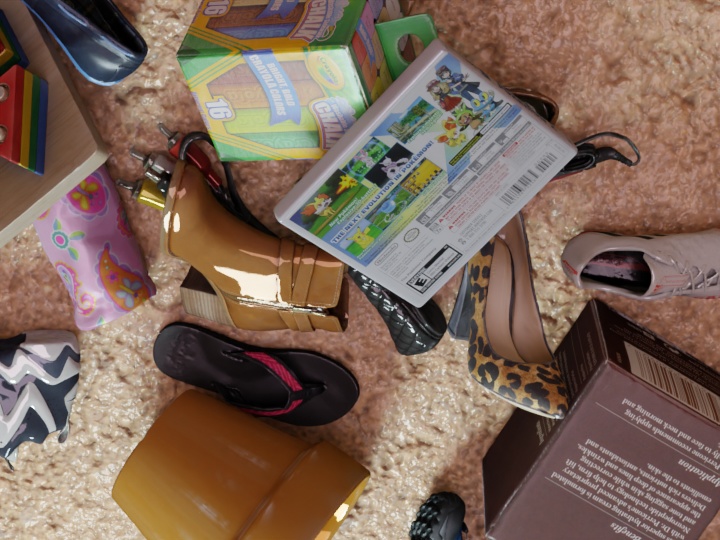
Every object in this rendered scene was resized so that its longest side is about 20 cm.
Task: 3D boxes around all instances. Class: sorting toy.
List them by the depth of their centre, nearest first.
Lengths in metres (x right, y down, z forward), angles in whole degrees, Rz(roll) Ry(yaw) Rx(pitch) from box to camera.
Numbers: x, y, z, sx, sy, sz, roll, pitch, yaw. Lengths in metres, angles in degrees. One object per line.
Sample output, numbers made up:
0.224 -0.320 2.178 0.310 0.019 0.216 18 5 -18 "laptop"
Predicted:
-0.344 -0.122 1.543 0.200 0.070 0.200 -37 63 13 "sorting toy"

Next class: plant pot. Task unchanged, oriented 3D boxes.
-0.121 0.212 1.649 0.183 0.200 0.201 36 107 8 "plant pot"

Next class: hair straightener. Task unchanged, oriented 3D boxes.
0.154 -0.083 1.567 0.198 0.077 0.041 -12 80 -10 "hair straightener"

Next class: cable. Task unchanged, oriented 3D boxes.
-0.120 -0.060 1.633 0.199 0.050 0.097 34 109 -19 "cable"

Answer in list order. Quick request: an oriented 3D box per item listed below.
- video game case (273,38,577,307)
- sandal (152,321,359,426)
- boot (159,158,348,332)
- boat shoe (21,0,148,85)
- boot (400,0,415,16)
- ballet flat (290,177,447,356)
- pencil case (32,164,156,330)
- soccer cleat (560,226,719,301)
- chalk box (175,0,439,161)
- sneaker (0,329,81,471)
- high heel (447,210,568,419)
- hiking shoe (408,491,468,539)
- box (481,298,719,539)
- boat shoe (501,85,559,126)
0.056 -0.076 1.493 0.200 0.022 0.182 -45 131 17 "video game case"
-0.100 0.103 1.675 0.198 0.045 0.076 16 108 -2 "sandal"
-0.089 -0.014 1.565 0.154 0.077 0.201 8 136 14 "boot"
-0.253 -0.256 1.549 0.068 0.084 0.200 -20 123 42 "boat shoe"
-0.032 -0.298 1.535 0.199 0.066 0.176 24 120 -4 "boot"
0.000 0.000 1.628 0.057 0.067 0.200 -34 101 30 "ballet flat"
-0.256 -0.050 1.615 0.087 0.088 0.201 -20 106 9 "pencil case"
0.279 -0.002 1.602 0.198 0.085 0.069 3 108 2 "soccer cleat"
-0.030 -0.176 1.494 0.198 0.124 0.125 -1 136 22 "chalk box"
-0.359 0.126 1.677 0.197 0.079 0.131 -3 100 -7 "sneaker"
0.141 0.031 1.567 0.071 0.200 0.144 4 115 -29 "high heel"
0.087 0.299 1.725 0.086 0.075 0.201 4 117 -9 "hiking shoe"
0.229 0.167 1.618 0.165 0.164 0.201 30 107 -8 "box"
0.079 -0.125 1.545 0.198 0.074 0.076 -13 87 -16 "boat shoe"
